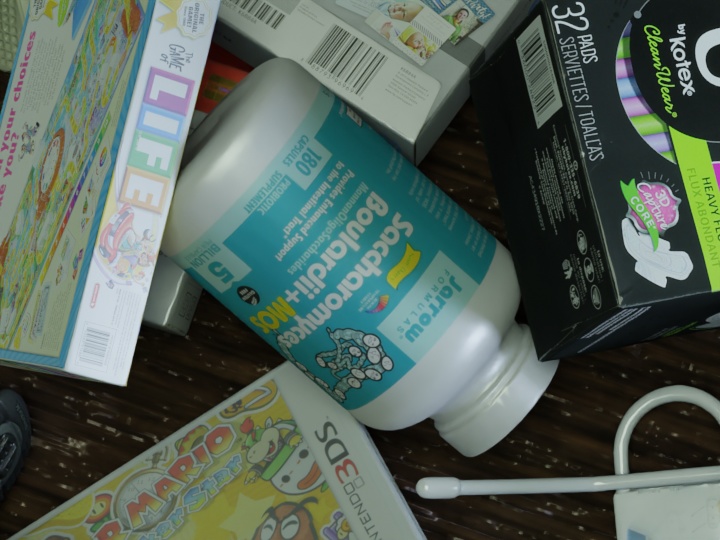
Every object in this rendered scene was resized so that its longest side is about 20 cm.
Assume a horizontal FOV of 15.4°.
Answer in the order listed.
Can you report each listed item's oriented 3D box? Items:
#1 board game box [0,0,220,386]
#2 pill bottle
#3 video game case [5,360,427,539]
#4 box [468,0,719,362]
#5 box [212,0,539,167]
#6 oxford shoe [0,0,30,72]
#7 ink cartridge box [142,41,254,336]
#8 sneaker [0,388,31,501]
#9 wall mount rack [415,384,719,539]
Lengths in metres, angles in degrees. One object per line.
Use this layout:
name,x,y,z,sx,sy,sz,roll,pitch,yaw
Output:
board game box,-0.132,-0.051,1.254,0.034,0.134,0.200,17,84,-33
pill bottle,0.000,0.000,1.268,0.200,0.111,0.111,40,89,-11
video game case,-0.069,0.153,1.275,0.200,0.023,0.182,-33,50,3
box,0.174,-0.055,1.229,0.200,0.124,0.149,-10,80,-16
box,0.019,-0.172,1.319,0.156,0.041,0.200,33,75,11
oxford shoe,-0.198,-0.198,1.367,0.075,0.058,0.200,-32,77,43
ink cartridge box,-0.109,-0.079,1.341,0.109,0.050,0.200,19,86,10
sneaker,-0.250,0.131,1.326,0.091,0.076,0.200,28,73,24
wall mount rack,0.123,0.154,1.264,0.174,0.075,0.200,-7,80,17
